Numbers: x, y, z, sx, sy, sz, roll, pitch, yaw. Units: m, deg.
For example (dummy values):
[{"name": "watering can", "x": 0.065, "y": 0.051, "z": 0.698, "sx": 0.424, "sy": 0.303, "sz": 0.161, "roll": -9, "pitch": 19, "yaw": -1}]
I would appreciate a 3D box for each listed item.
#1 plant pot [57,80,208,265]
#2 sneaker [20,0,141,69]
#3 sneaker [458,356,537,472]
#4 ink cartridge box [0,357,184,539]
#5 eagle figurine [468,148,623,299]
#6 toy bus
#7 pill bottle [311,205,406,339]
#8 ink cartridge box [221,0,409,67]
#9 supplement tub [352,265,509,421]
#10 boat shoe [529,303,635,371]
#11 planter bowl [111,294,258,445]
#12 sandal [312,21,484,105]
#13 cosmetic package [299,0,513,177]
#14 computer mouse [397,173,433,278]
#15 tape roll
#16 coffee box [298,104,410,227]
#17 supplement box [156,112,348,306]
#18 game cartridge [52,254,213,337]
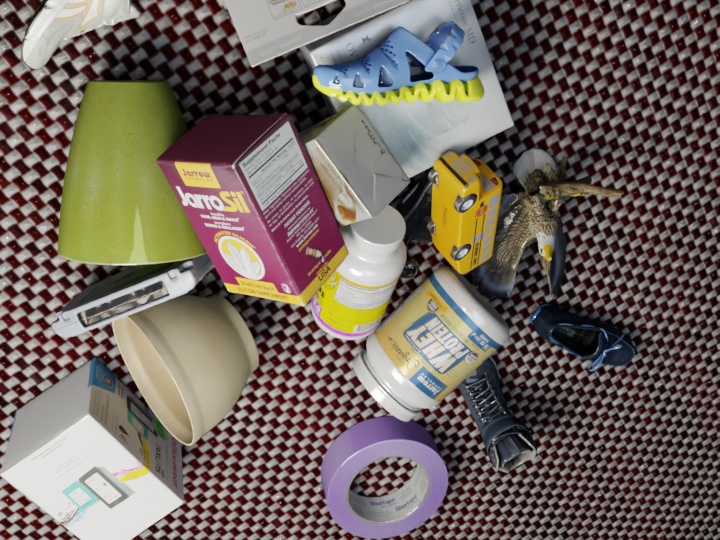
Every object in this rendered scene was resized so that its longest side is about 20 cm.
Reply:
[{"name": "plant pot", "x": -0.271, "y": -0.125, "z": 0.978, "sx": 0.187, "sy": 0.187, "sz": 0.200, "roll": -2, "pitch": 104, "yaw": -12}, {"name": "sneaker", "x": -0.305, "y": -0.299, "z": 0.930, "sx": 0.092, "sy": 0.076, "sz": 0.200, "roll": 35, "pitch": 104, "yaw": -30}, {"name": "sneaker", "x": 0.206, "y": 0.218, "z": 1.266, "sx": 0.077, "sy": 0.146, "sz": 0.203, "roll": -26, "pitch": 117, "yaw": 2}, {"name": "ink cartridge box", "x": -0.367, "y": 0.261, "z": 1.146, "sx": 0.146, "sy": 0.147, "sz": 0.200, "roll": -34, "pitch": 119, "yaw": 4}, {"name": "eagle figurine", "x": 0.250, "y": -0.056, "z": 1.165, "sx": 0.152, "sy": 0.151, "sz": 0.200, "roll": 33, "pitch": 139, "yaw": 11}, {"name": "toy bus", "x": 0.136, "y": -0.076, "z": 1.067, "sx": 0.078, "sy": 0.065, "sz": 0.200, "roll": -30, "pitch": 150, "yaw": -15}, {"name": "pill bottle", "x": 0.000, "y": 0.000, "z": 1.089, "sx": 0.104, "sy": 0.104, "sz": 0.200, "roll": 2, "pitch": 142, "yaw": -15}, {"name": "ink cartridge box", "x": -0.068, "y": -0.347, "z": 0.937, "sx": 0.200, "sy": 0.045, "sz": 0.176, "roll": -23, "pitch": 92, "yaw": -1}, {"name": "supplement tub", "x": 0.100, "y": 0.107, "z": 1.184, "sx": 0.200, "sy": 0.145, "sz": 0.145, "roll": -45, "pitch": 117, "yaw": 10}, {"name": "boat shoe", "x": 0.356, "y": 0.119, "z": 1.295, "sx": 0.200, "sy": 0.069, "sz": 0.084, "roll": 15, "pitch": 111, "yaw": -20}, {"name": "planter bowl", "x": -0.223, "y": 0.114, "z": 1.100, "sx": 0.135, "sy": 0.200, "sz": 0.200, "roll": -30, "pitch": 123, "yaw": -29}, {"name": "sandal", "x": 0.043, "y": -0.230, "z": 0.911, "sx": 0.200, "sy": 0.079, "sz": 0.087, "roll": -8, "pitch": 114, "yaw": -18}, {"name": "cosmetic package", "x": 0.056, "y": -0.237, "z": 1.018, "sx": 0.200, "sy": 0.123, "sz": 0.200, "roll": -28, "pitch": 119, "yaw": -1}, {"name": "computer mouse", "x": 0.061, "y": -0.087, "z": 1.139, "sx": 0.140, "sy": 0.046, "sz": 0.200, "roll": 20, "pitch": 121, "yaw": -26}, {"name": "tape roll", "x": 0.038, "y": 0.338, "z": 1.328, "sx": 0.200, "sy": 0.066, "sz": 0.200, "roll": -5, "pitch": 117, "yaw": -10}, {"name": "coffee box", "x": -0.051, "y": -0.112, "z": 0.997, "sx": 0.080, "sy": 0.200, "sz": 0.114, "roll": -46, "pitch": 108, "yaw": -30}, {"name": "supplement box", "x": -0.118, "y": -0.070, "z": 0.938, "sx": 0.103, "sy": 0.131, "sz": 0.200, "roll": -50, "pitch": 132, "yaw": -33}, {"name": "game cartridge", "x": -0.281, "y": 0.019, "z": 1.047, "sx": 0.200, "sy": 0.133, "sz": 0.042, "roll": -20, "pitch": 102, "yaw": 13}]
